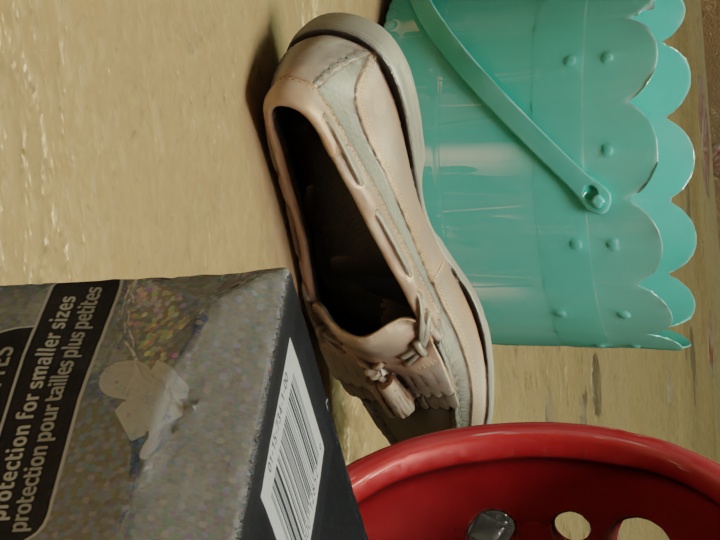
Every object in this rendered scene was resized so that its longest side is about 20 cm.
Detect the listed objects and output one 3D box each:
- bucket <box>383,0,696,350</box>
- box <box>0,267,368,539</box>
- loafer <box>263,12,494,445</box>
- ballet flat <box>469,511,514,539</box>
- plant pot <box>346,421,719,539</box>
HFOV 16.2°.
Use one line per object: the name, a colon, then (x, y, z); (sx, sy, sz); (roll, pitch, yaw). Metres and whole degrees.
bucket: (0.089, -0.056, 1.229); (0.207, 0.134, 0.209); (-2, 90, -78)
box: (-0.069, 0.114, 0.536); (0.201, 0.114, 0.133); (-81, 162, -44)
loafer: (0.000, 0.000, 1.004); (0.063, 0.071, 0.201); (-48, 131, -49)
ballet flat: (0.067, 0.203, 1.322); (0.067, 0.056, 0.201); (-117, -157, -64)
plant pot: (0.067, 0.182, 0.948); (0.201, 0.199, 0.184); (-68, 156, -62)
